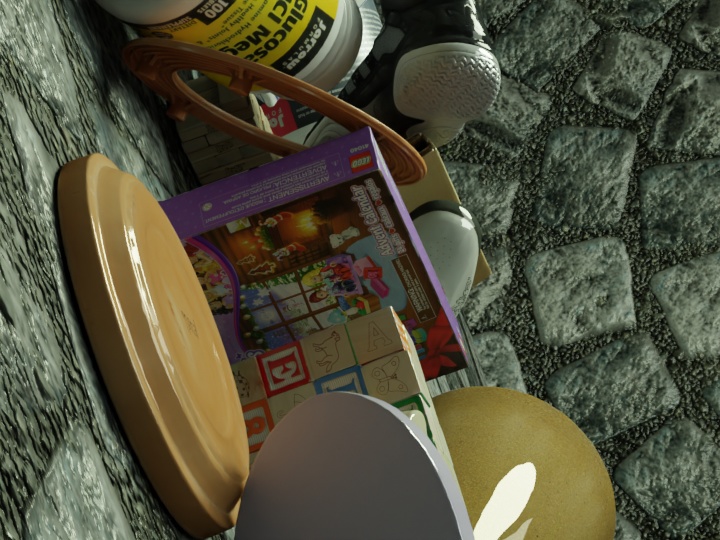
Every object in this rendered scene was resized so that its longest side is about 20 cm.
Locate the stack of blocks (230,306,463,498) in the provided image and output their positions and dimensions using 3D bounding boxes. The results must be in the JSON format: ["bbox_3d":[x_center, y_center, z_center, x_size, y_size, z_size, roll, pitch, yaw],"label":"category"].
[{"bbox_3d":[-0.002,0.135,1.301,0.059,0.115,0.201,59,13,-63],"label":"stack of blocks"}]

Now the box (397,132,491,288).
[{"bbox_3d":[0.000,0.000,1.562,0.021,0.163,0.200,56,-2,28],"label":"box"}]

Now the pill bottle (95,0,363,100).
[{"bbox_3d":[-0.080,-0.178,1.432,0.200,0.112,0.113,29,39,-58],"label":"pill bottle"}]

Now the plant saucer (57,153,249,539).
[{"bbox_3d":[-0.098,0.035,1.146,0.200,0.032,0.201,-20,90,-85],"label":"plant saucer"}]

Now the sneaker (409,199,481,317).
[{"bbox_3d":[0.019,0.056,1.505,0.067,0.202,0.108,29,24,-12],"label":"sneaker"}]

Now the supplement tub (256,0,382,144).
[{"bbox_3d":[-0.038,-0.140,1.785,0.140,0.140,0.201,42,28,-78],"label":"supplement tub"}]

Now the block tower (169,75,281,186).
[{"bbox_3d":[-0.074,-0.054,1.583,0.054,0.058,0.200,-104,173,-48],"label":"block tower"}]

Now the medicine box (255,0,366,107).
[{"bbox_3d":[-0.060,-0.244,1.619,0.103,0.182,0.200,39,-7,20],"label":"medicine box"}]

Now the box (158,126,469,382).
[{"bbox_3d":[-0.026,0.011,1.385,0.200,0.136,0.039,63,10,-48],"label":"box"}]

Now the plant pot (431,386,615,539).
[{"bbox_3d":[0.073,0.200,1.606,0.200,0.186,0.187,-45,115,-69],"label":"plant pot"}]

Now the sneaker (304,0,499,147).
[{"bbox_3d":[0.026,-0.136,1.541,0.075,0.200,0.114,16,61,-28],"label":"sneaker"}]

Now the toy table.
[{"bbox_3d":[0.015,0.165,1.156,0.117,0.183,0.201,15,78,-66],"label":"toy table"}]

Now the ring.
[{"bbox_3d":[-0.055,-0.090,1.396,0.200,0.200,0.019,52,59,-72],"label":"ring"}]
